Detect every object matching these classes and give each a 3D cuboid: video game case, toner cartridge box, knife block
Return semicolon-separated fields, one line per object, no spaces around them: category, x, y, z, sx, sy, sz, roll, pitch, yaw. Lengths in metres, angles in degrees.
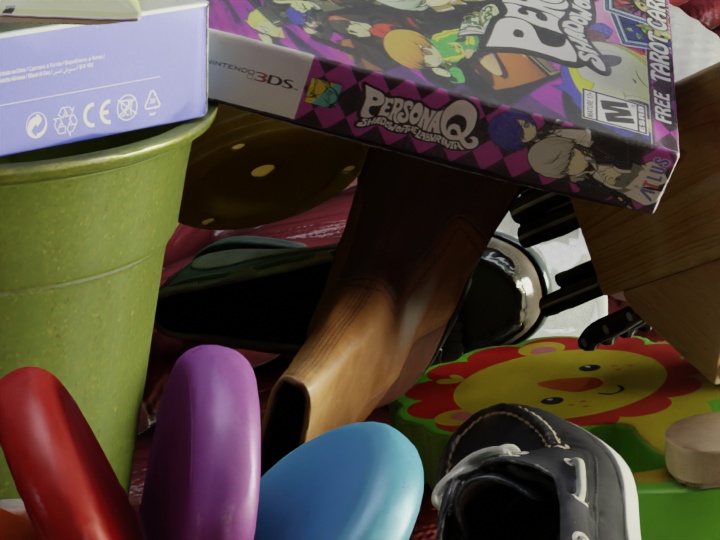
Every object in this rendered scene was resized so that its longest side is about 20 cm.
video game case;0.030;-0.117;0.962;0.180;0.036;0.200;14;42;-8
toner cartridge box;-0.154;-0.065;0.826;0.095;0.043;0.200;19;24;41
knife block;0.123;-0.047;1.022;0.064;0.201;0.176;-19;43;-25

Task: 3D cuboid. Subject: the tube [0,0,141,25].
tube;-0.104;-0.110;0.834;0.058;0.052;0.200;-38;16;12

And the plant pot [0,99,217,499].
plant pot;-0.152;0.031;0.913;0.199;0.191;0.200;1;16;0

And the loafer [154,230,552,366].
loafer;-0.009;0.019;1.172;0.199;0.072;0.063;-1;14;33

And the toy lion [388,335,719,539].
toy lion;0.097;0.069;1.042;0.191;0.069;0.200;-1;16;20

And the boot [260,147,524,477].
boot;0.000;0.000;0.986;0.068;0.189;0.200;29;32;8

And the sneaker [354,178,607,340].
sneaker;0.058;-0.007;1.271;0.070;0.099;0.200;-18;55;-23

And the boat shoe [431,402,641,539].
boat shoe;0.055;0.094;0.876;0.060;0.074;0.200;41;16;-23

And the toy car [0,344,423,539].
toy car;-0.062;0.096;0.769;0.199;0.151;0.175;-2;17;-11

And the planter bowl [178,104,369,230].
planter bowl;-0.050;-0.073;1.072;0.199;0.084;0.201;-13;-23;-6

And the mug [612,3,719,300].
mug;0.134;-0.073;1.286;0.148;0.200;0.175;-43;36;-1
